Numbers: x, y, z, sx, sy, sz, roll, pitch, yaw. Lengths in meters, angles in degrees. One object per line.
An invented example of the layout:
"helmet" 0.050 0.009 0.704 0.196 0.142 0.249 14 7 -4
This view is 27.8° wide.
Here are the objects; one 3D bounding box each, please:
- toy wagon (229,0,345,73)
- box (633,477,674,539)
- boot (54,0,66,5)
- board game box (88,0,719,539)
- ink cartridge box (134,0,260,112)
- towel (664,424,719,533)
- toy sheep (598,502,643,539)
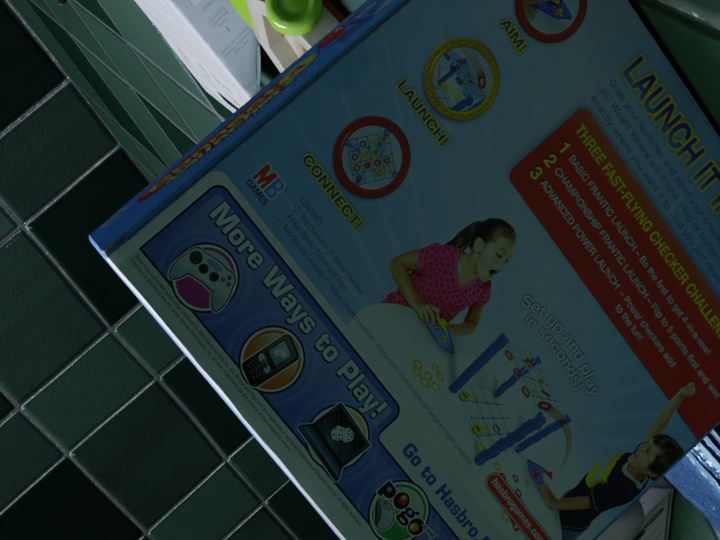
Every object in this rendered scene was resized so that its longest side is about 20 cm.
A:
"toy wagon" -0.024 -0.123 0.871 0.200 0.040 0.155 49 172 12
"box" 0.165 0.200 1.057 0.060 0.117 0.200 45 172 24
"boot" -0.361 -0.358 1.491 0.198 0.073 0.162 45 177 -23
"board game box" 0.041 0.002 0.527 0.200 0.196 0.056 52 172 -17
"ink cartridge box" -0.119 -0.186 1.097 0.162 0.057 0.200 41 177 46
"towel" 0.144 0.053 0.735 0.200 0.048 0.112 49 173 6
"toy sheep" 0.111 0.127 0.894 0.138 0.137 0.202 -158 65 -73
